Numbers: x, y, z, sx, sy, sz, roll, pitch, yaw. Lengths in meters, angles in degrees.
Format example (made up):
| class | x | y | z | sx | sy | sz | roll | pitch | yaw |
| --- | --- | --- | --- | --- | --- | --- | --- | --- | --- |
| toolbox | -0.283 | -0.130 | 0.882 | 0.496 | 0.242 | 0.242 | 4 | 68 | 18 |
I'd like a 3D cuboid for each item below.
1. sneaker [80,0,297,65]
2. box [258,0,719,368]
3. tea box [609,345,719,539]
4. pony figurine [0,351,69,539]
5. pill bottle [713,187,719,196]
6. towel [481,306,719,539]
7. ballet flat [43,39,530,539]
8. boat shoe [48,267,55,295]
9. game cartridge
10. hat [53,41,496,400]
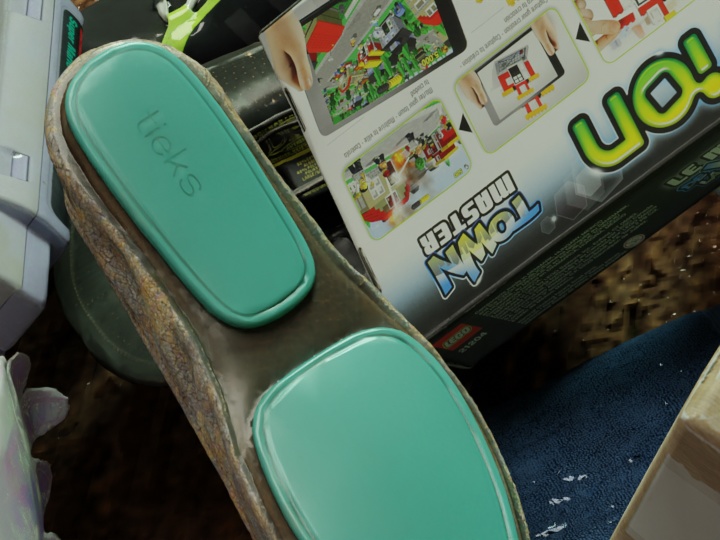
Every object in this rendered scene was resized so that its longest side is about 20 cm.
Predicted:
| class | x | y | z | sx | sy | sz | roll | pitch | yaw |
| --- | --- | --- | --- | --- | --- | --- | --- | --- | --- |
| sneaker | -0.017 | -0.111 | 0.959 | 0.199 | 0.083 | 0.072 | -10 | 36 | 5 |
| box | 0.071 | -0.074 | 0.714 | 0.200 | 0.035 | 0.111 | -37 | 63 | 25 |
| tea box | 0.180 | 0.045 | 0.596 | 0.199 | 0.134 | 0.197 | 31 | 60 | 8 |
| pony figurine | -0.076 | 0.128 | 0.682 | 0.199 | 0.168 | 0.193 | 12 | 17 | 4 |
| pill bottle | 0.148 | -0.098 | 0.815 | 0.119 | 0.120 | 0.200 | -7 | 28 | 21 |
| towel | 0.113 | 0.047 | 0.747 | 0.199 | 0.049 | 0.112 | -24 | 38 | 1 |
| ballet flat | -0.019 | 0.029 | 0.717 | 0.068 | 0.067 | 0.201 | -25 | 74 | -20 |
| boat shoe | -0.133 | -0.051 | 0.984 | 0.068 | 0.072 | 0.200 | -41 | 28 | 21 |
| game cartridge | -0.134 | -0.010 | 0.835 | 0.130 | 0.038 | 0.200 | -43 | 27 | 22 |
| hat | 0.000 | 0.000 | 0.847 | 0.199 | 0.081 | 0.201 | -13 | 35 | 10 |
